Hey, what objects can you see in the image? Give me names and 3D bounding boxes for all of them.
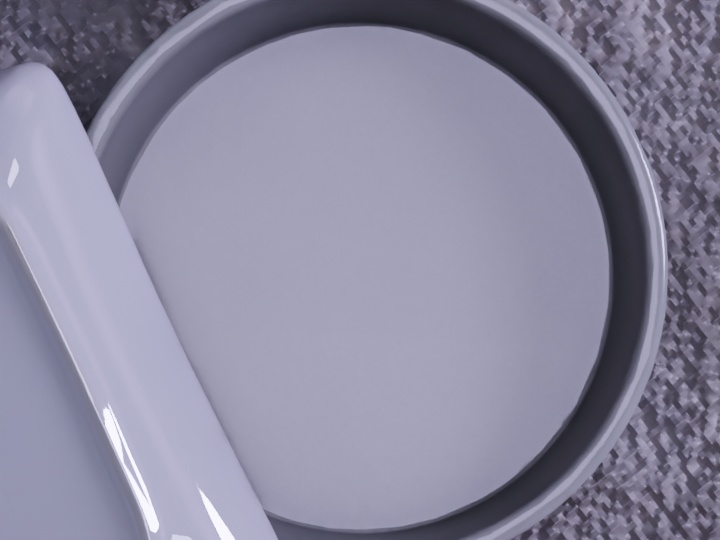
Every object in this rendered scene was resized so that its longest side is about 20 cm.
[{"bbox_3d":[-0.147,0.062,0.761,0.199,0.032,0.201,-26,86,11],"label":"plate"},{"bbox_3d":[0.000,0.000,0.790,0.199,0.037,0.201,0,86,-2],"label":"cake pan"}]
